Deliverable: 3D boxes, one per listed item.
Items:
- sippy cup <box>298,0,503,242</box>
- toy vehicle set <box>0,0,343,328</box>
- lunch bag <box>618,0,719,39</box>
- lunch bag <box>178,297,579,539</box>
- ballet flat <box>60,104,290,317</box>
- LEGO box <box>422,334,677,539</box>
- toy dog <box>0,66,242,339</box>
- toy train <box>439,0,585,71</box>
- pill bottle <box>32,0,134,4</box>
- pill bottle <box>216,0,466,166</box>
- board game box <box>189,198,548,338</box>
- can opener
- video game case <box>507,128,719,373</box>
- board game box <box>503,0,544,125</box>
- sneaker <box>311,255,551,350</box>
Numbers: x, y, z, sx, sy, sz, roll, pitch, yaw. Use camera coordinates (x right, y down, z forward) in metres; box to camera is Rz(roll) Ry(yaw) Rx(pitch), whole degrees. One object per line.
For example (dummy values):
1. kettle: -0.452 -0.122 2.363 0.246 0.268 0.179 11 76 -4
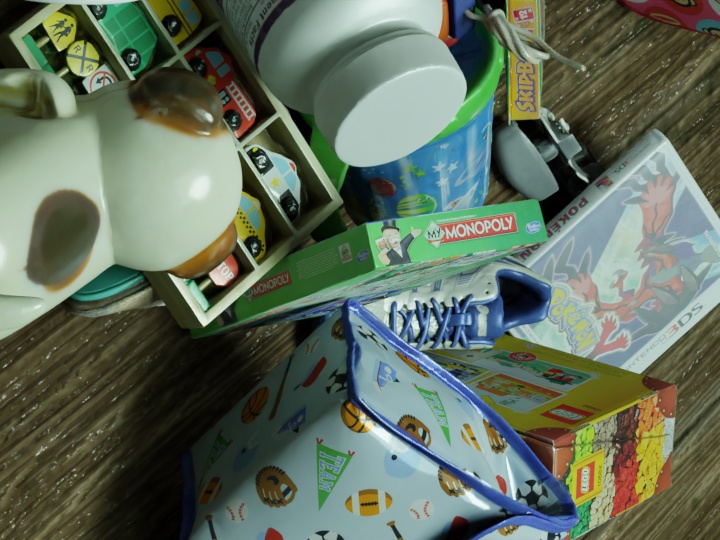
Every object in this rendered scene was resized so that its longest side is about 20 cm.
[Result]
1. sippy cup: 0.029 -0.090 1.386 0.177 0.140 0.131 -23 136 -11
2. toy vehicle set: -0.107 -0.083 1.227 0.124 0.026 0.200 -43 111 -29
3. lunch bag: 0.264 -0.226 1.561 0.082 0.199 0.176 -57 142 -18
4. lunch bag: 0.013 0.149 1.329 0.200 0.124 0.170 38 116 -24
5. ballet flat: -0.101 -0.023 1.293 0.200 0.068 0.067 -46 142 -28
6. LEGO box: 0.094 0.108 1.471 0.149 0.199 0.078 -19 116 -46
7. toy dog: -0.158 -0.042 1.095 0.199 0.194 0.140 -17 109 -24
8. toy train: 0.022 -0.139 1.292 0.116 0.200 0.085 -47 159 -18
9. pill bottle: -0.148 -0.244 1.116 0.111 0.111 0.201 -15 115 -47
10. pill bottle: -0.022 -0.160 1.205 0.112 0.201 0.112 -24 154 -13
11. board game box: 0.000 0.000 1.308 0.134 0.200 0.029 -8 83 -38
12. can opener: 0.154 -0.060 1.620 0.067 0.053 0.200 -34 137 3
13. video game case: 0.199 0.008 1.650 0.182 0.023 0.200 -42 137 1
14. board game box: 0.110 -0.174 1.444 0.200 0.030 0.096 -71 160 -64
15. sneaker: 0.053 0.022 1.482 0.199 0.088 0.076 -21 121 -44
